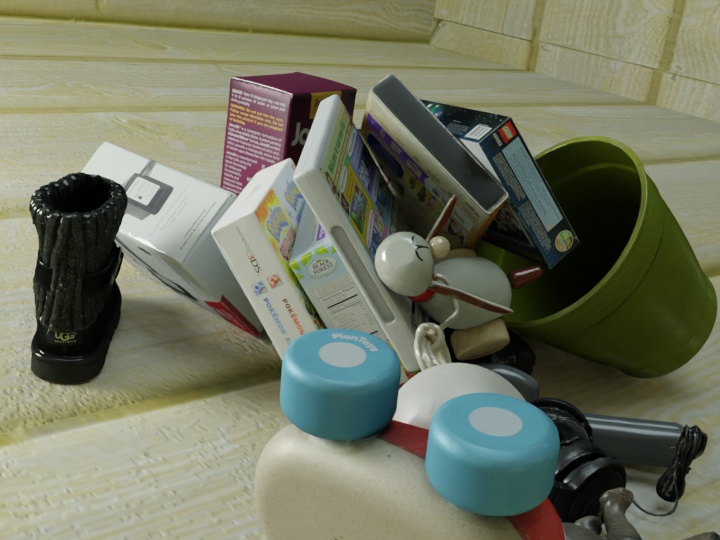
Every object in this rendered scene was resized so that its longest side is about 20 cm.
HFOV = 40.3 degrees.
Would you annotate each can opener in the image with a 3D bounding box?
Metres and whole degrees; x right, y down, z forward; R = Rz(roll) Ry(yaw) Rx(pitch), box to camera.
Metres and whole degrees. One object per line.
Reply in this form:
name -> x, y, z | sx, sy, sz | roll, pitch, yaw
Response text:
can opener -> 0.172, 0.123, 0.807 | 0.199, 0.067, 0.053 | 10, 7, 6

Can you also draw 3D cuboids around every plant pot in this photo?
plant pot -> 0.239, 0.006, 0.946 | 0.193, 0.201, 0.200 | 34, 4, -33

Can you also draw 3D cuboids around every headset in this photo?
headset -> 0.158, 0.133, 0.726 | 0.199, 0.094, 0.124 | 18, 17, -16

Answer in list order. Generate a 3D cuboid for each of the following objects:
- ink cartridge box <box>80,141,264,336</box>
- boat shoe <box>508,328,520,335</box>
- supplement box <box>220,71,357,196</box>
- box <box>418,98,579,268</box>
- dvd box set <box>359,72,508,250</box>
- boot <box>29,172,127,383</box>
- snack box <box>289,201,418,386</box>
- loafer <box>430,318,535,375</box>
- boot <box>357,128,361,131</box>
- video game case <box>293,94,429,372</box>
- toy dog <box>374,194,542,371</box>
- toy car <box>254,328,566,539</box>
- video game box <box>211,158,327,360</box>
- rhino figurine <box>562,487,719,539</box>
ink cartridge box -> -0.177, -0.033, 0.963 | 0.200, 0.084, 0.145 | 23, -18, 37
boat shoe -> 0.184, 0.041, 1.046 | 0.200, 0.072, 0.076 | -10, 38, -43
supplement box -> -0.091, -0.133, 1.204 | 0.103, 0.201, 0.131 | 21, 24, 32
box -> 0.100, -0.086, 0.894 | 0.038, 0.137, 0.200 | -40, 27, -10
dvd box set -> 0.054, -0.075, 0.891 | 0.029, 0.200, 0.146 | -39, 80, -16
boot -> -0.248, -0.015, 0.864 | 0.079, 0.158, 0.211 | 0, 22, -16
snack box -> 0.000, 0.000, 0.873 | 0.053, 0.143, 0.200 | -23, 21, 12
loafer -> 0.081, 0.051, 0.952 | 0.070, 0.068, 0.200 | 14, 14, -45
boot -> 0.039, -0.071, 1.033 | 0.199, 0.078, 0.138 | 18, 37, 20
video game case -> 0.008, -0.038, 0.811 | 0.022, 0.182, 0.200 | -25, 21, 15
toy dog -> 0.089, 0.008, 0.780 | 0.096, 0.132, 0.200 | -27, -2, 14
toy car -> 0.060, 0.117, 0.561 | 0.176, 0.185, 0.200 | 21, 30, 31
video game box -> -0.052, 0.007, 0.872 | 0.047, 0.183, 0.200 | -26, 15, 13
rhino figurine -> 0.157, 0.187, 0.623 | 0.199, 0.060, 0.088 | 9, 39, -3
